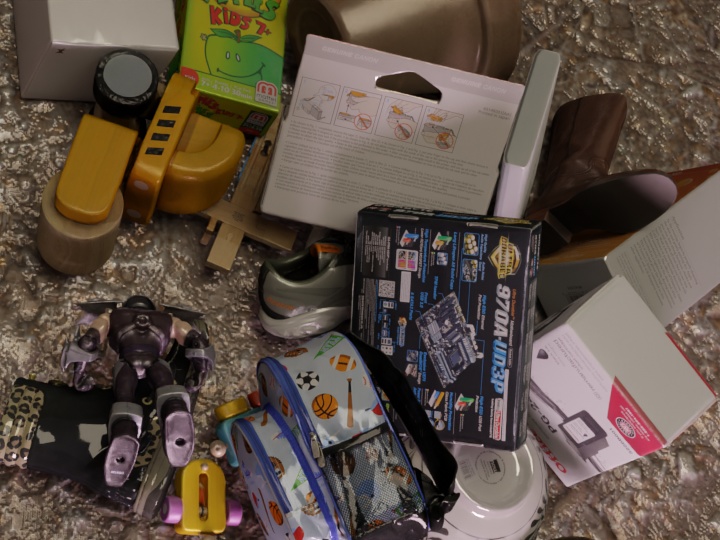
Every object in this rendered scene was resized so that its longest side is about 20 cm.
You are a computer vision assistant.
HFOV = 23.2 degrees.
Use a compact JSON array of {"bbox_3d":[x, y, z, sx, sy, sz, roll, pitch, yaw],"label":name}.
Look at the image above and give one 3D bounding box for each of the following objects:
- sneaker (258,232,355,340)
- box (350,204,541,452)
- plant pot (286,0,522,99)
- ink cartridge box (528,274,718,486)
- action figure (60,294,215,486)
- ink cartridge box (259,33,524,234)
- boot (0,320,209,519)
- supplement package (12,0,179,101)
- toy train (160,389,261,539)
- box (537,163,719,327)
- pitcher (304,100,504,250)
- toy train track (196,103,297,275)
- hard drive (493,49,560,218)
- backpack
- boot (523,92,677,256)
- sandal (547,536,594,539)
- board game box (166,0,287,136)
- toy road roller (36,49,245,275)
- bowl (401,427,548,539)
[{"bbox_3d":[0.000,0.000,1.608,0.199,0.080,0.074,-18,36,-12],"label":"sneaker"},{"bbox_3d":[0.072,0.049,1.532,0.158,0.046,0.201,6,101,18],"label":"box"},{"bbox_3d":[0.029,-0.240,1.688,0.174,0.200,0.201,-25,82,-27],"label":"plant pot"},{"bbox_3d":[0.216,0.108,1.633,0.083,0.200,0.145,-39,89,-27],"label":"ink cartridge box"},{"bbox_3d":[-0.182,0.084,1.448,0.130,0.070,0.200,-5,36,-7],"label":"action figure"},{"bbox_3d":[0.027,-0.114,1.554,0.199,0.177,0.045,13,26,-8],"label":"ink cartridge box"},{"bbox_3d":[-0.219,0.106,1.507,0.153,0.074,0.204,16,48,-3],"label":"boot"},{"bbox_3d":[-0.251,-0.269,1.613,0.121,0.120,0.201,1,70,-25],"label":"supplement package"},{"bbox_3d":[-0.098,0.205,1.539,0.150,0.056,0.200,33,61,-15],"label":"toy train"},{"bbox_3d":[0.285,-0.015,1.742,0.200,0.124,0.098,-34,104,-31],"label":"box"},{"bbox_3d":[0.034,-0.074,1.679,0.199,0.121,0.172,-8,111,-31],"label":"pitcher"},{"bbox_3d":[-0.106,-0.076,1.658,0.114,0.033,0.201,24,56,-6],"label":"toy train track"},{"bbox_3d":[0.155,-0.102,1.689,0.027,0.200,0.132,16,62,6],"label":"hard drive"},{"bbox_3d":[-0.027,0.152,1.465,0.153,0.200,0.191,-13,77,-17],"label":"backpack"},{"bbox_3d":[0.246,-0.117,1.730,0.064,0.186,0.200,50,43,-26],"label":"boot"},{"bbox_3d":[0.135,0.296,1.584,0.199,0.082,0.055,-10,48,-25],"label":"sandal"},{"bbox_3d":[-0.126,-0.235,1.687,0.101,0.048,0.201,14,59,-19],"label":"board game box"},{"bbox_3d":[-0.190,-0.084,1.554,0.145,0.123,0.201,21,63,-4],"label":"toy road roller"},{"bbox_3d":[0.101,0.188,1.610,0.200,0.094,0.202,9,66,-21],"label":"bowl"}]
